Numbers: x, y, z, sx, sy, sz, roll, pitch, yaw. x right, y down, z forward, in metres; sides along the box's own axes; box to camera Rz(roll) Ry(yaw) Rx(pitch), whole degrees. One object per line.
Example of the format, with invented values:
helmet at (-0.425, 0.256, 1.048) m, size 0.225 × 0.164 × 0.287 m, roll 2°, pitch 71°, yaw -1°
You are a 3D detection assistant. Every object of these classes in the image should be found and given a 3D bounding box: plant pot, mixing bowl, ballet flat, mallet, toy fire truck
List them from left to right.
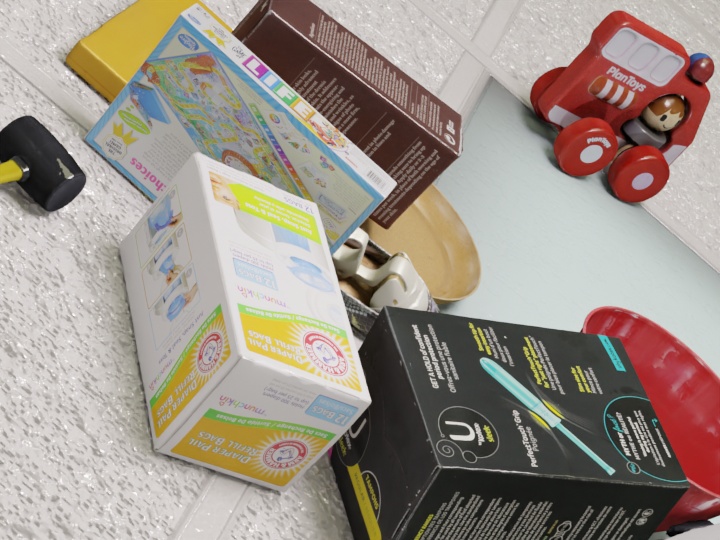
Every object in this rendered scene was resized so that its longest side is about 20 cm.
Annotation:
mallet at (-0.258, -0.050, 1.233) m, size 0.066 × 0.041 × 0.200 m, roll 43°, pitch 31°, yaw 7°
ballet flat at (0.000, 0.000, 1.455) m, size 0.200 × 0.072 × 0.072 m, roll 36°, pitch 28°, yaw -12°
plant pot at (0.019, -0.044, 1.590) m, size 0.200 × 0.027 × 0.200 m, roll 31°, pitch 29°, yaw -20°
mixing bowl at (0.222, 0.138, 1.513) m, size 0.200 × 0.108 × 0.200 m, roll 33°, pitch 29°, yaw -21°
toy fire truck at (0.291, -0.179, 1.980) m, size 0.200 × 0.168 × 0.112 m, roll 22°, pitch 35°, yaw -35°

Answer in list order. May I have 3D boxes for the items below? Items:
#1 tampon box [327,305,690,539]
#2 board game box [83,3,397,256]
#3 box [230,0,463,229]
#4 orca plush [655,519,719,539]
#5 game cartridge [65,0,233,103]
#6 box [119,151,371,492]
tampon box at (0.096, 0.129, 1.301) m, size 0.200 × 0.126 × 0.150 m, roll 8°, pitch 41°, yaw -26°
board game box at (-0.091, -0.082, 1.383) m, size 0.200 × 0.134 × 0.034 m, roll 42°, pitch 27°, yaw -2°
box at (-0.023, -0.135, 1.525) m, size 0.200 × 0.100 × 0.075 m, roll 35°, pitch 29°, yaw -18°
orca plush at (0.251, 0.243, 1.394) m, size 0.200 × 0.071 × 0.105 m, roll -13°, pitch 15°, yaw -41°
game cartridge at (-0.135, -0.152, 1.540) m, size 0.176 × 0.032 × 0.200 m, roll 42°, pitch 30°, yaw -3°
box at (-0.082, 0.035, 1.267) m, size 0.112 × 0.101 × 0.200 m, roll 23°, pitch 34°, yaw -33°
